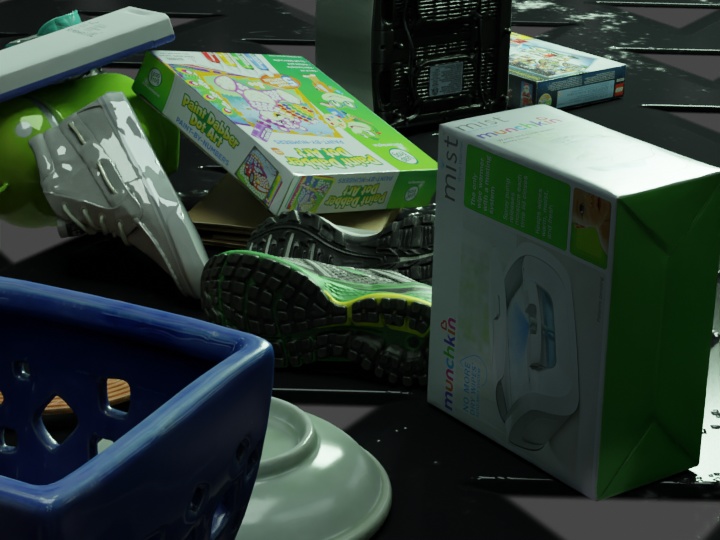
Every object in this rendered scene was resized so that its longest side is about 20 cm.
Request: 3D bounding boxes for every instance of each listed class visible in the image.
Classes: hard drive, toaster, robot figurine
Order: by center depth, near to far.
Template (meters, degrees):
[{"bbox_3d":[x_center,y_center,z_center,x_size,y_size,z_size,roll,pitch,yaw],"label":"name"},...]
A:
[{"bbox_3d":[-0.268,-0.176,1.568,0.200,0.025,0.132,-22,18,-17],"label":"hard drive"},{"bbox_3d":[-0.246,-0.101,1.580,0.200,0.116,0.175,-19,35,-41],"label":"robot figurine"},{"bbox_3d":[0.051,-0.239,1.879,0.200,0.181,0.119,-13,22,-36],"label":"toaster"}]

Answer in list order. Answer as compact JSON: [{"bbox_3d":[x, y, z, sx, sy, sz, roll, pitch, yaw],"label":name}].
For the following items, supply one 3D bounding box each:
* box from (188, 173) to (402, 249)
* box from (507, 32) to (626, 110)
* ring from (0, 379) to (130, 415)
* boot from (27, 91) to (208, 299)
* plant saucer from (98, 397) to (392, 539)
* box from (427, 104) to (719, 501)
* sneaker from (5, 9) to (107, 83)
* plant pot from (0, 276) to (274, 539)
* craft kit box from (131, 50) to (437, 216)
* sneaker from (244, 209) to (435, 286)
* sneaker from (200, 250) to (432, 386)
[{"bbox_3d":[-0.049,-0.057,1.608,0.163,0.021,0.200,6,20,11],"label":"box"},{"bbox_3d":[0.169,-0.218,2.022,0.136,0.038,0.200,-15,26,-37],"label":"box"},{"bbox_3d":[-0.220,0.061,1.293,0.200,0.019,0.200,1,22,0],"label":"ring"},{"bbox_3d":[-0.188,-0.042,1.452,0.095,0.074,0.200,-28,62,-2],"label":"boot"},{"bbox_3d":[-0.080,0.116,1.114,0.200,0.050,0.200,2,21,-1],"label":"plant saucer"},{"bbox_3d":[0.133,0.014,1.184,0.097,0.200,0.176,-13,26,-33],"label":"box"},{"bbox_3d":[-0.268,-0.188,1.799,0.200,0.121,0.084,10,22,20],"label":"sneaker"},{"bbox_3d":[-0.168,0.127,0.896,0.200,0.180,0.200,11,23,25],"label":"plant pot"},{"bbox_3d":[-0.060,-0.119,1.582,0.197,0.049,0.200,43,29,28],"label":"craft kit box"},{"bbox_3d":[0.000,0.000,1.416,0.200,0.074,0.079,3,-16,26],"label":"sneaker"},{"bbox_3d":[-0.020,0.031,1.326,0.200,0.078,0.085,15,16,10],"label":"sneaker"}]
